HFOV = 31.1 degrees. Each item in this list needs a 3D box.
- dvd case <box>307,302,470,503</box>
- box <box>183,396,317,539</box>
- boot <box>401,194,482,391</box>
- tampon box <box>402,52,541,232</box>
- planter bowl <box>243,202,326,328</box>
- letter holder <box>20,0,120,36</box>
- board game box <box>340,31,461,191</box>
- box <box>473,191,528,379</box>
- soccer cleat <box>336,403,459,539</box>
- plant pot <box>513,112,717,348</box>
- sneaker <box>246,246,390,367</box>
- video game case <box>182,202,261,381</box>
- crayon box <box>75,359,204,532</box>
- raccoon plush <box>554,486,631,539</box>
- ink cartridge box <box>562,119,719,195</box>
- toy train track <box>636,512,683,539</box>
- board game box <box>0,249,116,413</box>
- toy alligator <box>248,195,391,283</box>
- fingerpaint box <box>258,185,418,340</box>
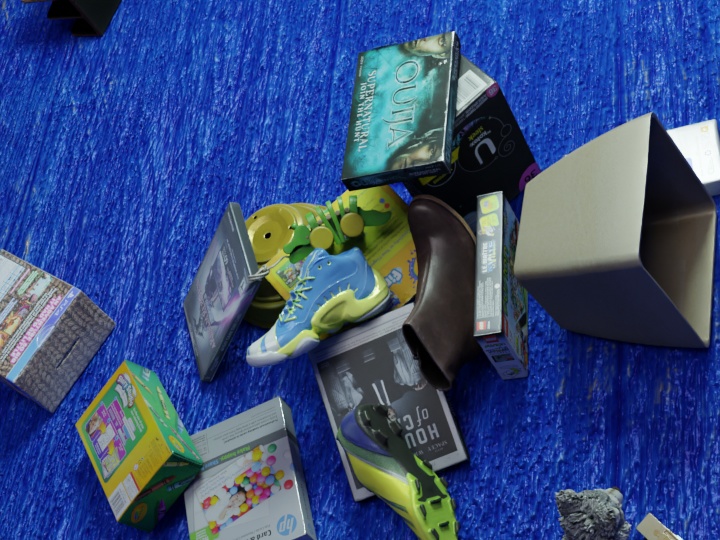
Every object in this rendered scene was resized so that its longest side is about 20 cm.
[{"bbox_3d":[0.031,0.159,1.561,0.149,0.025,0.202,-23,73,13],"label":"dvd case"},{"bbox_3d":[-0.144,0.275,1.612,0.155,0.041,0.201,-24,51,12],"label":"box"},{"bbox_3d":[0.090,0.023,1.534,0.072,0.201,0.166,-21,14,34],"label":"boot"},{"bbox_3d":[0.117,-0.164,1.668,0.150,0.200,0.126,-41,49,-2],"label":"tampon box"},{"bbox_3d":[-0.111,-0.028,1.773,0.199,0.084,0.202,-13,54,19],"label":"planter bowl"},{"bbox_3d":[-0.497,-0.526,2.309,0.141,0.101,0.201,4,61,32],"label":"letter holder"},{"bbox_3d":[0.051,-0.195,1.574,0.134,0.028,0.202,-9,56,24],"label":"board game box"},{"bbox_3d":[0.172,0.018,1.575,0.034,0.110,0.202,-10,55,21],"label":"box"},{"bbox_3d":[0.043,0.248,1.504,0.201,0.064,0.084,55,129,16],"label":"soccer cleat"},{"bbox_3d":[0.290,-0.032,1.504,0.176,0.200,0.202,-10,54,35],"label":"plant pot"},{"bbox_3d":[-0.065,0.037,1.567,0.199,0.106,0.076,-27,5,-22],"label":"sneaker"},{"bbox_3d":[-0.188,0.030,1.734,0.201,0.019,0.144,-59,37,37],"label":"video game case"},{"bbox_3d":[-0.290,0.225,1.680,0.119,0.058,0.200,-51,42,11],"label":"crayon box"},{"bbox_3d":[0.234,0.319,1.318,0.096,0.134,0.202,-1,58,26],"label":"raccoon plush"},{"bbox_3d":[0.355,-0.122,1.624,0.198,0.037,0.095,-11,55,18],"label":"ink cartridge box"},{"bbox_3d":[0.361,0.320,1.324,0.115,0.033,0.200,-49,44,0],"label":"toy train track"},{"bbox_3d":[-0.486,0.086,1.883,0.199,0.097,0.160,23,71,37],"label":"board game box"},{"bbox_3d":[-0.059,-0.048,1.610,0.198,0.059,0.055,-24,93,0],"label":"toy alligator"},{"bbox_3d":[0.000,0.000,1.666,0.200,0.073,0.167,-43,74,-5],"label":"fingerpaint box"}]
